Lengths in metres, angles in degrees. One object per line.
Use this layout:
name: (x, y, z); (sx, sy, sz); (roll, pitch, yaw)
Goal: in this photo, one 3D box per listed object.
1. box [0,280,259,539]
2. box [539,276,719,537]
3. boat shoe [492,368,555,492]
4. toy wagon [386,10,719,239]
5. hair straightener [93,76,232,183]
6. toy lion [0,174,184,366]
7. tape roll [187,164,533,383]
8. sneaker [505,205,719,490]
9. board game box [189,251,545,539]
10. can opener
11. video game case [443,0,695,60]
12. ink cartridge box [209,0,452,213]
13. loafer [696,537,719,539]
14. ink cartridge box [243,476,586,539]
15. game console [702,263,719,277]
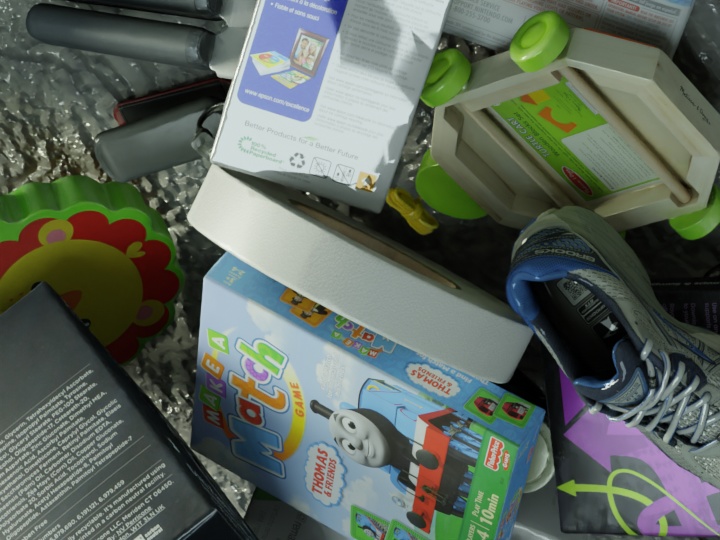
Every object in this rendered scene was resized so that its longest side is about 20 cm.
box: (-0.144, 0.148, 1.276); (0.197, 0.124, 0.200); (47, 173, 33)
box: (0.199, 0.075, 1.198); (0.198, 0.036, 0.144); (-2, 105, 22)
boat shoe: (0.039, 0.062, 1.307); (0.198, 0.066, 0.075); (23, 113, 18)
toy wagon: (0.096, -0.065, 1.181); (0.199, 0.040, 0.155); (-15, 133, 43)
hair straightener: (-0.062, -0.077, 1.218); (0.198, 0.077, 0.041); (-7, 122, 25)
toy lion: (-0.211, 0.011, 1.302); (0.191, 0.069, 0.200); (-40, 135, 13)
tape roll: (0.000, 0.000, 1.194); (0.202, 0.203, 0.037); (26, 94, -3)
sneaker: (0.148, 0.057, 1.148); (0.200, 0.085, 0.077); (41, 116, 5)
board game box: (-0.002, 0.090, 1.231); (0.199, 0.037, 0.152); (28, 139, 17)
can opener: (-0.086, -0.131, 1.192); (0.198, 0.053, 0.066); (10, 176, 19)
video game case: (0.083, -0.189, 1.108); (0.198, 0.024, 0.183); (20, 132, 4)
ink cartridge box: (-0.004, -0.135, 1.112); (0.094, 0.037, 0.201); (17, 113, -6)
loafer: (0.184, 0.112, 1.292); (0.072, 0.073, 0.201); (-25, 107, 23)
ink cartridge box: (0.035, 0.152, 1.374); (0.199, 0.085, 0.147); (23, 133, 1)
game console: (0.321, 0.030, 1.213); (0.175, 0.117, 0.200); (17, 142, -37)
